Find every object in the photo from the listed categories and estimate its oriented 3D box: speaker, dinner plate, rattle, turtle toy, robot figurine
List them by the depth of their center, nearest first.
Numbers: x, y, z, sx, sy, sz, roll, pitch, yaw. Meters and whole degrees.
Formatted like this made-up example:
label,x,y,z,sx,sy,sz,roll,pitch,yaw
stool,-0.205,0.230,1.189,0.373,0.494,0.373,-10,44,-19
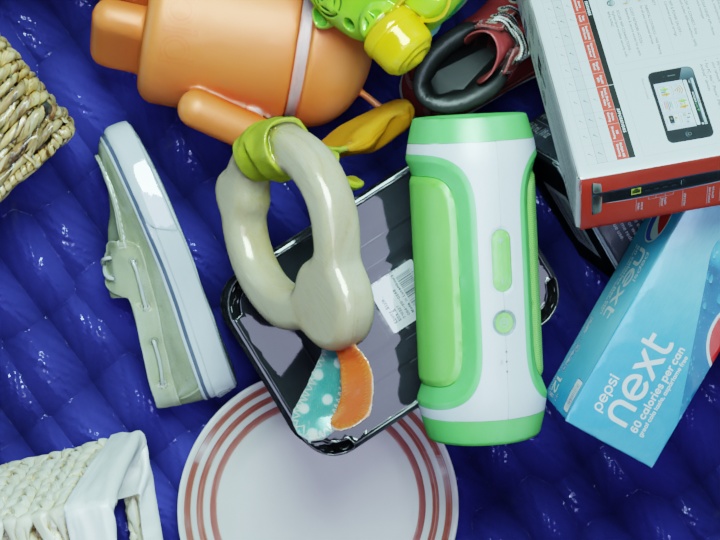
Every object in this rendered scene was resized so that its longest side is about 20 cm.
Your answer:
label,x,y,z,sx,sy,sz,roll,pitch,yaw
turtle toy,0.039,-0.222,1.210,0.200,0.101,0.146,-46,77,21
rattle,0.000,0.000,1.229,0.130,0.142,0.201,-44,65,31
speaker,0.073,0.004,1.237,0.087,0.088,0.202,-3,96,-5
robot figurine,-0.077,-0.156,1.298,0.198,0.144,0.118,8,118,-6
dinner plate,-0.030,0.167,1.387,0.198,0.024,0.203,0,96,-4

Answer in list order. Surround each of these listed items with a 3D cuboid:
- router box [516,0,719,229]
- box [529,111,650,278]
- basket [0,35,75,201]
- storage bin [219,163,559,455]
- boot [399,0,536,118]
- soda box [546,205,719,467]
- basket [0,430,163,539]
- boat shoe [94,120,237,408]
label,x,y,z,sx,sy,sz,roll,pitch,yaw
router box,0.196,-0.130,1.182,0.177,0.049,0.202,-9,54,-1
box,0.220,-0.091,1.312,0.199,0.148,0.108,-33,103,-1
basket,-0.303,-0.086,1.270,0.200,0.143,0.149,-43,104,-3
storage bin,0.017,0.019,1.325,0.199,0.094,0.136,-32,93,-6
boot,0.117,-0.164,1.299,0.199,0.144,0.073,-35,92,-2
soda box,0.196,0.014,1.220,0.067,0.064,0.201,28,96,-11
basket,-0.200,0.197,1.291,0.122,0.200,0.137,-9,98,1
boat shoe,-0.143,0.001,1.334,0.061,0.072,0.202,-21,101,-5
